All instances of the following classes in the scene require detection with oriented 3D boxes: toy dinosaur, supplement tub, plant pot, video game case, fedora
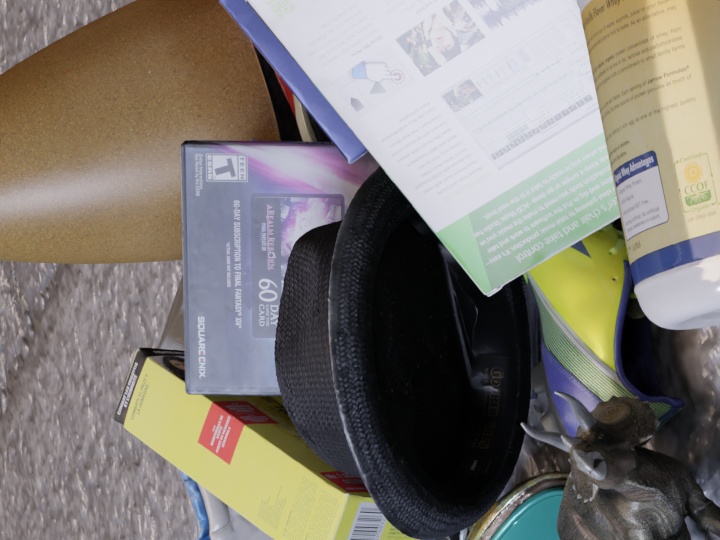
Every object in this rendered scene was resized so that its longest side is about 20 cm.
[{"bbox_3d":[0.136,0.126,1.232,0.102,0.077,0.200,47,161,20],"label":"toy dinosaur"},{"bbox_3d":[0.172,-0.085,1.052,0.144,0.143,0.202,-23,76,61],"label":"supplement tub"},{"bbox_3d":[-0.167,-0.080,1.589,0.186,0.199,0.188,164,90,-79],"label":"plant pot"},{"bbox_3d":[0.000,0.000,1.364,0.019,0.198,0.144,-65,-24,-77],"label":"video game case"},{"bbox_3d":[0.011,0.042,1.300,0.091,0.200,0.202,-4,93,36],"label":"fedora"}]

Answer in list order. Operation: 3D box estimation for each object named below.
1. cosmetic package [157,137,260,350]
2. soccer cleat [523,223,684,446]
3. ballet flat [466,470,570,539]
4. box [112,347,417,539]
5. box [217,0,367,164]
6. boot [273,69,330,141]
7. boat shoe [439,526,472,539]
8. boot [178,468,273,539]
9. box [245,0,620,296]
[{"bbox_3d":[-0.052,0.010,1.485,0.200,0.106,0.091,126,164,-61],"label":"cosmetic package"},{"bbox_3d":[0.119,-0.003,1.278,0.083,0.064,0.201,-27,67,34],"label":"soccer cleat"},{"bbox_3d":[0.079,0.182,1.380,0.071,0.070,0.201,49,137,47],"label":"ballet flat"},{"bbox_3d":[-0.052,0.106,1.396,0.200,0.075,0.050,32,108,43],"label":"box"},{"bbox_3d":[-0.027,-0.130,1.328,0.121,0.032,0.200,51,-165,-11],"label":"box"},{"bbox_3d":[-0.026,-0.123,1.516,0.144,0.072,0.201,141,110,-76],"label":"boot"},{"bbox_3d":[0.031,0.160,1.419,0.200,0.068,0.074,-62,17,-13],"label":"boat shoe"},{"bbox_3d":[-0.053,0.196,1.567,0.201,0.095,0.074,70,158,3],"label":"boot"},{"bbox_3d":[0.059,-0.099,1.201,0.144,0.036,0.200,-30,107,29],"label":"box"}]
